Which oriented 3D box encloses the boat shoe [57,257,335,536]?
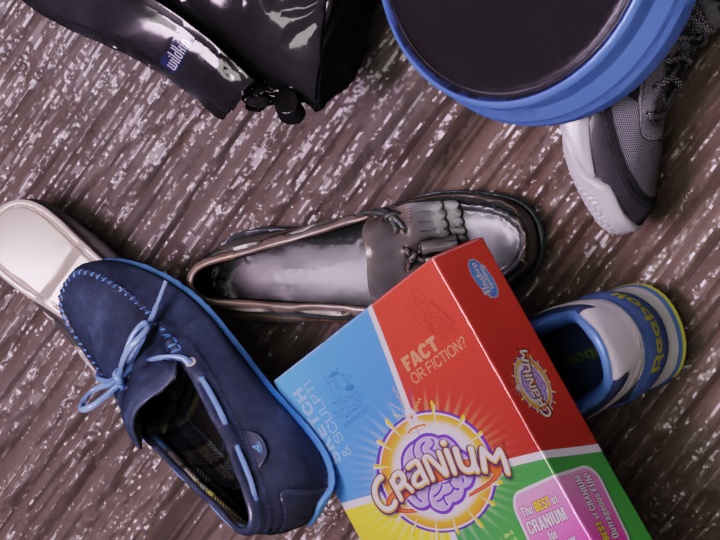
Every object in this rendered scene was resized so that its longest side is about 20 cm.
[{"bbox_3d":[-0.097,0.062,1.460,0.200,0.068,0.085,37,126,28],"label":"boat shoe"}]

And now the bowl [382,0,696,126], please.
[{"bbox_3d":[0.087,-0.174,1.387,0.200,0.039,0.202,-5,83,42],"label":"bowl"}]

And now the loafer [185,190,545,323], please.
[{"bbox_3d":[0.000,0.000,1.488,0.199,0.063,0.072,-9,91,23],"label":"loafer"}]

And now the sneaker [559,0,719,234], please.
[{"bbox_3d":[0.163,-0.120,1.404,0.113,0.075,0.201,-1,91,25],"label":"sneaker"}]

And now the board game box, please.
[{"bbox_3d":[0.055,0.107,1.408,0.153,0.040,0.201,-39,77,45],"label":"board game box"}]

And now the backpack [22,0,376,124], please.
[{"bbox_3d":[-0.089,-0.178,1.477,0.199,0.126,0.168,15,103,20],"label":"backpack"}]

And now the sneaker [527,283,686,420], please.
[{"bbox_3d":[0.073,0.067,1.453,0.199,0.082,0.074,-33,83,25],"label":"sneaker"}]

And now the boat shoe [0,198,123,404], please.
[{"bbox_3d":[-0.132,0.033,1.558,0.200,0.057,0.067,44,96,9],"label":"boat shoe"}]
